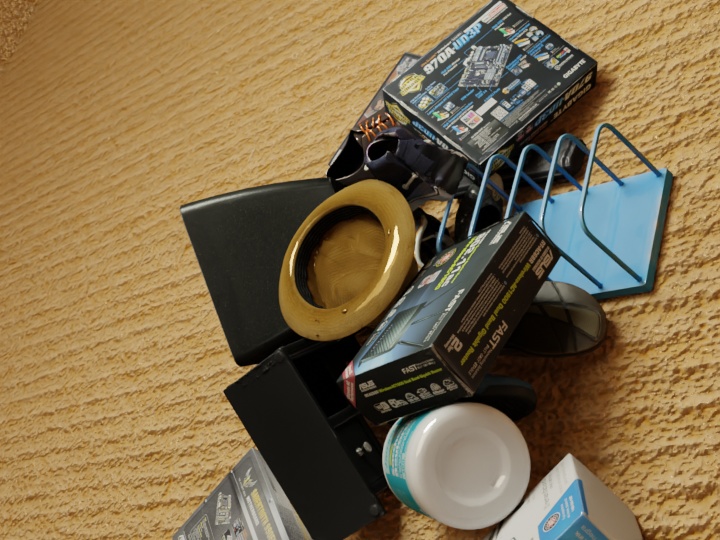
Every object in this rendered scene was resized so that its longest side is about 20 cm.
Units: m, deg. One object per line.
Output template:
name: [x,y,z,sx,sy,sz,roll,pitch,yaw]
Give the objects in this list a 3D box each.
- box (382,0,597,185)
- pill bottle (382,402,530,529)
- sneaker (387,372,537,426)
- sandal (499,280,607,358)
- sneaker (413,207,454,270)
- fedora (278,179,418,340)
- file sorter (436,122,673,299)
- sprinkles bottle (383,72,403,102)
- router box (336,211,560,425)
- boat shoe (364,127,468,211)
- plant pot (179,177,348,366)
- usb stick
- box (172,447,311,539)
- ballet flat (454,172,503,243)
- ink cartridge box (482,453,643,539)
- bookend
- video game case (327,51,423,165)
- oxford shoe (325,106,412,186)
box: [0.150,-0.213,1.349,0.200,0.046,0.159,-41,64,-16]
pill bottle: [0.082,0.180,1.101,0.111,0.110,0.200,-61,4,-11]
sneaker: [0.102,0.118,1.217,0.200,0.066,0.079,-13,48,46]
sandal: [0.164,0.063,1.193,0.199,0.055,0.082,-13,60,35]
sneaker: [0.067,-0.041,1.395,0.079,0.078,0.201,-39,43,27]
fedora: [0.000,0.000,1.253,0.200,0.082,0.201,-26,47,32]
file sorter: [0.195,-0.054,1.202,0.200,0.123,0.139,-13,50,46]
sprinkles bottle: [0.116,-0.202,1.458,0.200,0.068,0.068,22,78,47]
router box: [0.084,0.046,1.102,0.150,0.062,0.200,-26,21,50]
boat shoe: [0.041,-0.116,1.296,0.075,0.092,0.200,-67,16,-12]
plant pot: [-0.076,-0.010,1.408,0.177,0.199,0.201,-21,83,11]
usb stick: [0.177,-0.119,1.367,0.200,0.033,0.056,-8,48,49]
box: [-0.135,0.326,1.346,0.158,0.048,0.200,-48,34,9]
ballet flat: [0.134,-0.019,1.303,0.057,0.066,0.201,-7,63,49]
ink cartridge box: [0.139,0.268,0.967,0.200,0.086,0.146,-46,2,11]
bookend: [-0.019,0.170,1.277,0.092,0.199,0.200,-36,81,26]
video game case: [0.056,-0.203,1.602,0.200,0.025,0.181,-56,32,-2]
oxford shoe: [0.035,-0.167,1.437,0.200,0.072,0.071,-50,55,26]
